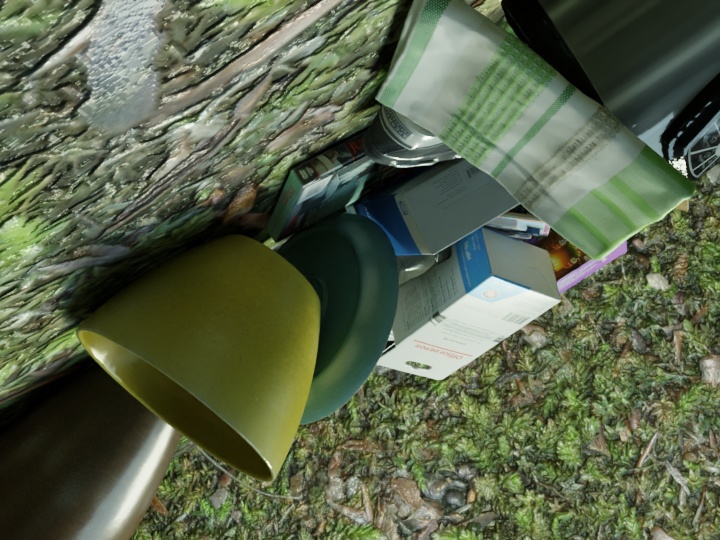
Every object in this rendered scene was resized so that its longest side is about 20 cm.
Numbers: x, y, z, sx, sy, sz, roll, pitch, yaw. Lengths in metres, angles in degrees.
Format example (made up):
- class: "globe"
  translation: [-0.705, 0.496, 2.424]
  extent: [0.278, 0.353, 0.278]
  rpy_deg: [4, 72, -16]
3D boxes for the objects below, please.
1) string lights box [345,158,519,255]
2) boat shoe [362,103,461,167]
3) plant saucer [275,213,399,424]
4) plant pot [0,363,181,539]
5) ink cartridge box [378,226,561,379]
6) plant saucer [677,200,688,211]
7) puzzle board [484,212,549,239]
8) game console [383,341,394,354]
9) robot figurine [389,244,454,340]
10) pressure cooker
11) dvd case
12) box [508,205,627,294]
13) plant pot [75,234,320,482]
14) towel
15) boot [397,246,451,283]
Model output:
- class: "string lights box"
  translation: [0.063, -0.063, 0.940]
  extent: [0.102, 0.060, 0.200]
  rpy_deg: [-29, -173, -12]
- class: "boat shoe"
  translation: [0.083, -0.124, 0.825]
  extent: [0.198, 0.072, 0.068]
  rpy_deg: [-23, 167, -40]
- class: "plant saucer"
  translation: [-0.046, 0.038, 0.934]
  extent: [0.199, 0.202, 0.027]
  rpy_deg: [-36, 136, 30]
- class: "plant pot"
  translation: [-0.272, 0.183, 1.062]
  extent: [0.200, 0.187, 0.187]
  rpy_deg: [-48, 169, 13]
- class: "ink cartridge box"
  translation: [0.110, 0.042, 1.148]
  extent: [0.115, 0.069, 0.200]
  rpy_deg: [18, 138, -36]
- class: "plant saucer"
  translation: [0.316, -0.158, 1.133]
  extent: [0.035, 0.204, 0.200]
  rpy_deg: [-16, 176, 13]
- class: "puzzle board"
  translation: [0.109, -0.056, 1.131]
  extent: [0.196, 0.018, 0.151]
  rpy_deg: [7, 179, 10]
- class: "game console"
  translation: [-0.003, 0.060, 1.407]
  extent: [0.199, 0.177, 0.117]
  rpy_deg: [-35, 154, -4]
- class: "robot figurine"
  translation: [0.061, 0.014, 1.264]
  extent: [0.199, 0.171, 0.113]
  rpy_deg: [-30, -172, 33]
- class: "pressure cooker"
  translation: [0.213, -0.169, 0.681]
  extent: [0.199, 0.179, 0.176]
  rpy_deg: [-33, -159, 12]
- class: "dvd case"
  translation: [0.014, -0.098, 0.906]
  extent: [0.198, 0.022, 0.146]
  rpy_deg: [-31, 173, -20]
- class: "box"
  translation: [0.206, -0.068, 1.228]
  extent: [0.136, 0.201, 0.039]
  rpy_deg: [-32, 150, 0]
- class: "plant pot"
  translation: [-0.113, 0.056, 0.851]
  extent: [0.143, 0.199, 0.200]
  rpy_deg: [-54, -178, -21]
- class: "towel"
  translation: [0.101, -0.086, 0.657]
  extent: [0.031, 0.199, 0.149]
  rpy_deg: [-51, 178, -14]
- class: "boot"
  translation: [0.000, 0.000, 1.112]
  extent: [0.130, 0.068, 0.199]
  rpy_deg: [-33, -171, -25]
